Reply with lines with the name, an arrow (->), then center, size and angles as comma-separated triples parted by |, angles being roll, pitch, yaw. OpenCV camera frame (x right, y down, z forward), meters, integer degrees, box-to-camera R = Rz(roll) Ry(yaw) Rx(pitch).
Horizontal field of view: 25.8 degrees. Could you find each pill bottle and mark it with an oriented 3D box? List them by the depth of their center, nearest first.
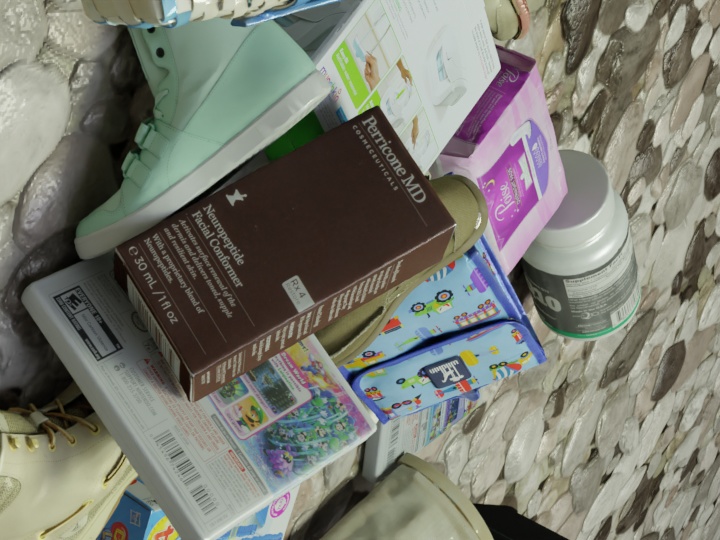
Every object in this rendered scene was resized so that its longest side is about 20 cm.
pill bottle -> 0.212, -0.024, 1.553 | 0.113, 0.113, 0.200 | -53, 149, -19

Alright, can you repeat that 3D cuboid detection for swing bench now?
swing bench -> 0.023, 0.318, 1.484 | 0.199, 0.129, 0.201 | -39, 149, -34

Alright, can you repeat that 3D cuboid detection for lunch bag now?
lunch bag -> 0.051, 0.042, 1.257 | 0.150, 0.094, 0.200 | -24, 135, 11

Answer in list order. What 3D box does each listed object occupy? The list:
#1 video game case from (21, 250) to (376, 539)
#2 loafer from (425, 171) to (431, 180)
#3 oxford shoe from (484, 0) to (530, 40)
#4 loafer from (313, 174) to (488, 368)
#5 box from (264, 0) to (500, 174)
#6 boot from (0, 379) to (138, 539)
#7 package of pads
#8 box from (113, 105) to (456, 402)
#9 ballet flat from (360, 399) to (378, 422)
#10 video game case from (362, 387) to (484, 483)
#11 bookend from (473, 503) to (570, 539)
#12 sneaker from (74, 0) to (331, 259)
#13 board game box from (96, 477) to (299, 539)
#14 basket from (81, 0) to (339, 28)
video game case -> -0.103, 0.064, 1.052 | 0.182, 0.200, 0.024 | -28, 169, -47
loafer -> 0.025, -0.022, 1.298 | 0.076, 0.068, 0.201 | -44, 146, -31
oxford shoe -> 0.087, -0.230, 1.256 | 0.074, 0.071, 0.200 | -26, 158, 7
loafer -> 0.000, 0.000, 1.119 | 0.200, 0.076, 0.067 | -44, 155, 16
box -> 0.004, -0.155, 1.128 | 0.177, 0.096, 0.200 | -55, 150, -16
boot -> -0.200, 0.099, 1.030 | 0.201, 0.073, 0.155 | -57, 152, -3
package of pads -> 0.115, -0.092, 1.380 | 0.121, 0.075, 0.200 | -54, 150, -19
box -> -0.048, -0.011, 1.013 | 0.199, 0.100, 0.075 | -30, 167, -16
ballet flat -> -0.018, 0.111, 1.338 | 0.200, 0.069, 0.070 | 16, 99, -61
video game case -> 0.071, 0.083, 1.504 | 0.182, 0.022, 0.201 | -31, 136, -44
bookend -> 0.190, 0.338, 1.717 | 0.200, 0.198, 0.093 | 18, 95, -61
sneaker -> -0.128, -0.101, 1.002 | 0.200, 0.118, 0.074 | -37, -178, 15
board game box -> -0.146, 0.246, 1.247 | 0.195, 0.056, 0.201 | -8, 120, -56
basket -> -0.069, -0.221, 0.889 | 0.200, 0.139, 0.177 | -30, 114, -33
